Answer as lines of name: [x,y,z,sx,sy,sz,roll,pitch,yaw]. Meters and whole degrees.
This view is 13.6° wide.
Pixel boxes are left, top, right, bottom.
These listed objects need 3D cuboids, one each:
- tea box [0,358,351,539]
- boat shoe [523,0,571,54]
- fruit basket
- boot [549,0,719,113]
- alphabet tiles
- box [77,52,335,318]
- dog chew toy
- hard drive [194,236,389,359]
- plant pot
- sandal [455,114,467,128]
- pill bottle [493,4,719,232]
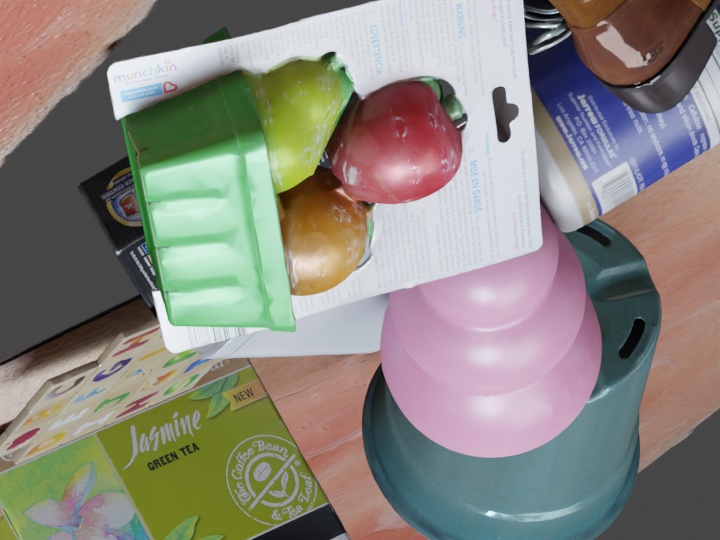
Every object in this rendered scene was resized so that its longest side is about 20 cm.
tea box: [-0.131,0.181,1.875,0.199,0.197,0.134,-23,164,-30]
boat shoe: [0.094,-0.150,1.494,0.073,0.068,0.199,-34,165,10]
fruit basket: [-0.014,-0.056,1.444,0.199,0.094,0.186,-19,135,-10]
boot: [0.128,-0.195,1.415,0.189,0.068,0.200,-58,144,-8]
alphabet tiles: [-0.114,0.052,1.690,0.199,0.006,0.166,-23,166,-37]
box: [-0.056,-0.041,1.596,0.160,0.044,0.200,-30,166,-4]
dog chew toy: [0.070,0.019,1.635,0.124,0.125,0.200,-28,154,-11]
hard drive: [0.000,0.000,1.685,0.132,0.027,0.200,-43,162,20]
plant pot: [0.111,0.067,2.038,0.199,0.201,0.196,-25,156,-21]
sandal: [0.091,-0.076,1.751,0.206,0.059,0.079,-31,166,-1]
pill bottle: [0.165,-0.117,1.652,0.199,0.116,0.116,-31,166,-2]
